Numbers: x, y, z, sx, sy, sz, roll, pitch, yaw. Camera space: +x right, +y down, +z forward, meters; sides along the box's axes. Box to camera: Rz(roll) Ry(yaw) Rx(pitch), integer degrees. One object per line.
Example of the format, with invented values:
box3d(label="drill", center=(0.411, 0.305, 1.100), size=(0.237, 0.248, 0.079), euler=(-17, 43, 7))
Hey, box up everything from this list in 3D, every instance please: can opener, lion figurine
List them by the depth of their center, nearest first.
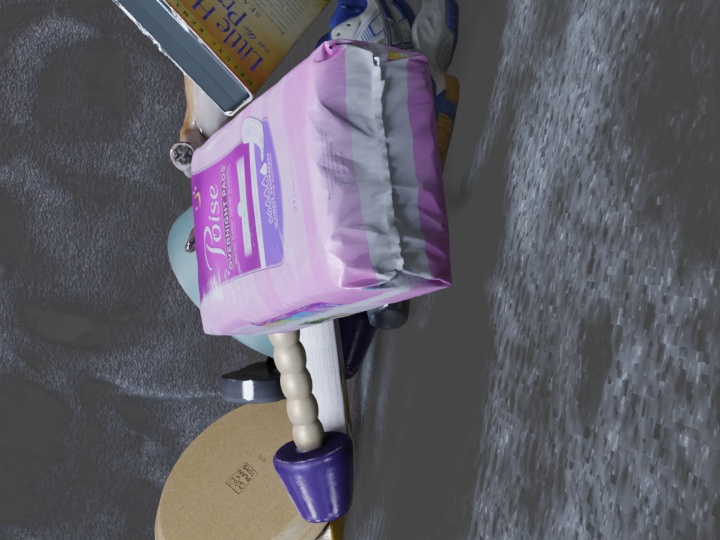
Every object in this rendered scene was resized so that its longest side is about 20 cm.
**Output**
box3d(label="lion figurine", center=(-0.094, -0.124, 0.757), size=(0.123, 0.071, 0.202), euler=(-116, 41, -66))
box3d(label="can opener", center=(0.000, 0.000, 0.767), size=(0.200, 0.062, 0.080), euler=(129, 151, -82))

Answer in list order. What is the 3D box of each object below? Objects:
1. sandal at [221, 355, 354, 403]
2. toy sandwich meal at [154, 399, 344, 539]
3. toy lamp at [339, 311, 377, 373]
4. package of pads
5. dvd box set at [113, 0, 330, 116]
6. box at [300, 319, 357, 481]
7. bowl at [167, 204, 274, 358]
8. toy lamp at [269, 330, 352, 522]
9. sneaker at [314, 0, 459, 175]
box3d(label="sandal", center=(-0.056, 0.080, 1.021), size=(0.200, 0.075, 0.044), euler=(-12, -79, -71))
box3d(label="toy sandwich meal", center=(-0.081, 0.195, 0.937), size=(0.071, 0.203, 0.207), euler=(57, -154, -36))
box3d(label="toy lamp", center=(-0.002, -0.019, 0.924), size=(0.058, 0.057, 0.203), euler=(118, 163, -79))
box3d(label="package of pads", center=(-0.028, -0.035, 0.616), size=(0.199, 0.075, 0.122), euler=(-19, 73, 62))
box3d(label="dvd box set", center=(-0.076, -0.203, 0.681), size=(0.029, 0.146, 0.201), euler=(-30, 22, 45))
box3d(label="box", center=(-0.033, 0.059, 0.853), size=(0.039, 0.041, 0.203), euler=(-55, -43, -83))
box3d(label="bowl", center=(-0.058, -0.025, 1.010), size=(0.105, 0.199, 0.202), euler=(-53, 16, 29))
box3d(label="toy lamp", center=(-0.044, 0.071, 0.780), size=(0.058, 0.057, 0.203), euler=(-100, -2, -80))
box3d(label="sneaker", center=(0.012, -0.105, 0.691), size=(0.201, 0.087, 0.076), euler=(-86, 9, -52))
